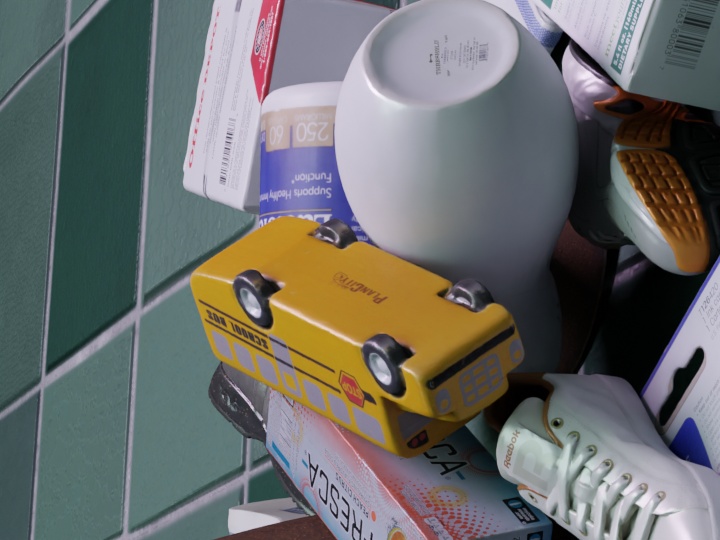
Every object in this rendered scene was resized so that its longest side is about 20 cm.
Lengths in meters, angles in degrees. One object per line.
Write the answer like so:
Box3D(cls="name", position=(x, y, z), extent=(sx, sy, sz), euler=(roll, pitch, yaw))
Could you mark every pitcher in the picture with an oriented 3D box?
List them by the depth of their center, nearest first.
Box3D(cls="pitcher", position=(0.052, -0.057, 1.487), extent=(0.200, 0.121, 0.172), euler=(78, -174, -46))

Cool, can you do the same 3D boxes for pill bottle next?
Box3D(cls="pill bottle", position=(0.000, 0.000, 1.618), extent=(0.116, 0.115, 0.201), euler=(170, 101, -67))

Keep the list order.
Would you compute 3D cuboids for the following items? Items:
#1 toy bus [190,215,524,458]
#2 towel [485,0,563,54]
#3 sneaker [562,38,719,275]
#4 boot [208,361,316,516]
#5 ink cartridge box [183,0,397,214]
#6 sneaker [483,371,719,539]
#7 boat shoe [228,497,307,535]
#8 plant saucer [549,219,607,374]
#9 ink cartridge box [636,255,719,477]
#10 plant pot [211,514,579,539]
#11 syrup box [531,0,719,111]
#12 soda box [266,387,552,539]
Box3D(cls="toy bus", position=(-0.002, 0.032, 1.426), extent=(0.200, 0.065, 0.078), euler=(25, 139, 48))
Box3D(cls="towel", position=(0.065, -0.113, 1.737), extent=(0.147, 0.024, 0.200), euler=(-110, 34, -46))
Box3D(cls="sneaker", position=(0.145, -0.038, 1.468), extent=(0.200, 0.075, 0.092), euler=(-105, 24, -59))
Box3D(cls="boot", position=(-0.012, 0.066, 1.707), extent=(0.200, 0.068, 0.131), euler=(41, 126, 33))
Box3D(cls="ink cartridge box", position=(-0.049, -0.110, 1.906), extent=(0.200, 0.083, 0.145), euler=(-158, 78, -74))
Box3D(cls="sneaker", position=(0.110, 0.107, 1.356), extent=(0.200, 0.084, 0.073), euler=(-129, 53, -62))
Box3D(cls="boat shoe", position=(-0.026, 0.185, 1.800), extent=(0.201, 0.070, 0.072), euler=(-175, 77, -68))
Box3D(cls="plant saucer", position=(0.076, -0.017, 1.633), extent=(0.200, 0.034, 0.201), euler=(-14, 75, 62))
Box3D(cls="ink cartridge box", position=(0.183, 0.109, 1.341), extent=(0.200, 0.047, 0.198), euler=(-102, 29, -46))
Box3D(cls="plant pot", position=(0.009, 0.197, 1.517), extent=(0.187, 0.199, 0.188), euler=(-170, 90, -68))
Box3D(cls="syrup box", position=(0.143, -0.155, 1.487), extent=(0.200, 0.081, 0.079), euler=(-127, 51, -59))
Box3D(cls="soda box", position=(0.021, 0.107, 1.461), extent=(0.200, 0.068, 0.064), euler=(-131, 39, -52))
